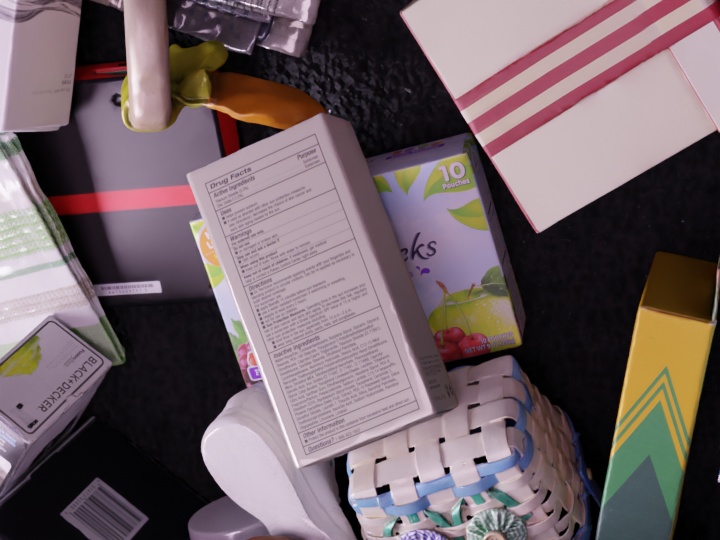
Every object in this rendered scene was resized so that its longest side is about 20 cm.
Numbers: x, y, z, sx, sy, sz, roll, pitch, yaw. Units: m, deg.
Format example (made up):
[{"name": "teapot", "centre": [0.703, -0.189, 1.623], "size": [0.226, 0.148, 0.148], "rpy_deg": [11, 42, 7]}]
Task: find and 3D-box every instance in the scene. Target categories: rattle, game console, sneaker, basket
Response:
[{"name": "rattle", "centre": [-0.101, -0.193, 1.157], "size": [0.141, 0.130, 0.202], "rpy_deg": [-1, 90, 10]}, {"name": "game console", "centre": [-0.177, -0.059, 1.281], "size": [0.198, 0.031, 0.179], "rpy_deg": [-3, 111, 17]}, {"name": "sneaker", "centre": [-0.032, 0.167, 1.230], "size": [0.075, 0.089, 0.201], "rpy_deg": [-20, 107, 23]}, {"name": "basket", "centre": [0.079, 0.164, 1.226], "size": [0.175, 0.140, 0.200], "rpy_deg": [-18, 137, 18]}]

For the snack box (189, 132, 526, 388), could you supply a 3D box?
[{"name": "snack box", "centre": [0.000, 0.000, 1.223], "size": [0.198, 0.053, 0.144], "rpy_deg": [-14, 107, 15]}]

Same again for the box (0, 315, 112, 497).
[{"name": "box", "centre": [-0.267, 0.139, 1.296], "size": [0.060, 0.117, 0.201], "rpy_deg": [37, 126, 3]}]

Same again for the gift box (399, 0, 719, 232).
[{"name": "gift box", "centre": [0.146, -0.162, 1.075], "size": [0.186, 0.185, 0.201], "rpy_deg": [-29, 103, 23]}]

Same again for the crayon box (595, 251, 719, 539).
[{"name": "crayon box", "centre": [0.198, 0.072, 1.162], "size": [0.050, 0.127, 0.202], "rpy_deg": [12, 108, 11]}]

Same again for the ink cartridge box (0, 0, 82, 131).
[{"name": "ink cartridge box", "centre": [-0.265, -0.203, 1.206], "size": [0.145, 0.083, 0.202], "rpy_deg": [13, 103, 21]}]

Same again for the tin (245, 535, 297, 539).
[{"name": "tin", "centre": [-0.026, 0.261, 1.206], "size": [0.112, 0.042, 0.200], "rpy_deg": [-32, 106, 31]}]

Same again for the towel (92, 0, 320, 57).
[{"name": "towel", "centre": [-0.104, -0.254, 1.195], "size": [0.191, 0.035, 0.202], "rpy_deg": [16, 111, 10]}]

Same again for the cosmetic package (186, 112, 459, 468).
[{"name": "cosmetic package", "centre": [-0.023, 0.013, 1.140], "size": [0.103, 0.073, 0.202], "rpy_deg": [-22, 83, 15]}]

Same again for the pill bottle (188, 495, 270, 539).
[{"name": "pill bottle", "centre": [-0.062, 0.266, 1.300], "size": [0.110, 0.111, 0.202], "rpy_deg": [-10, 103, 18]}]

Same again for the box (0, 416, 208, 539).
[{"name": "box", "centre": [-0.230, 0.244, 1.291], "size": [0.124, 0.200, 0.197], "rpy_deg": [37, 112, 2]}]

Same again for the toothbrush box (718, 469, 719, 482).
[{"name": "toothbrush box", "centre": [0.274, 0.032, 1.089], "size": [0.084, 0.200, 0.148], "rpy_deg": [9, 108, 11]}]

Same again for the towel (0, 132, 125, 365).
[{"name": "towel", "centre": [-0.269, -0.004, 1.293], "size": [0.148, 0.031, 0.201], "rpy_deg": [-10, 121, 24]}]
